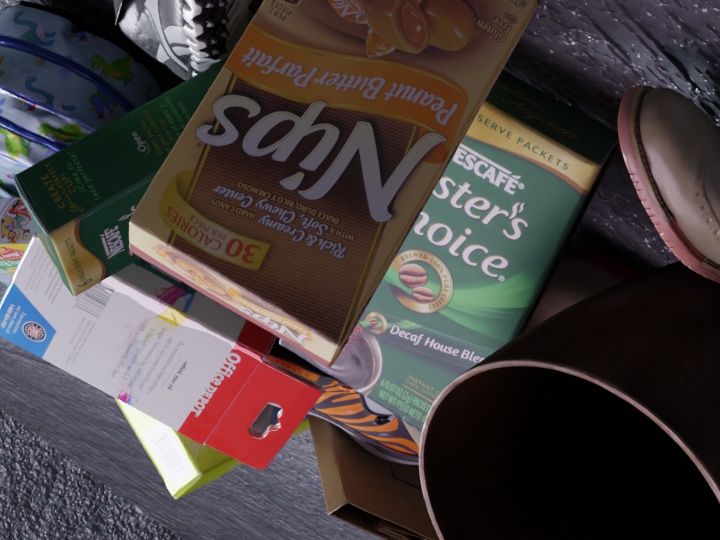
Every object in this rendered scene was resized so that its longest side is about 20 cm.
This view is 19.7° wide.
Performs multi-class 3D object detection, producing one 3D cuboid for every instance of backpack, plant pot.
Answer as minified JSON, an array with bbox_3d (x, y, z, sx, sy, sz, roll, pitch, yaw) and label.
[{"bbox_3d":[-0.202,-0.100,1.407,0.162,0.154,0.200,30,150,3],"label":"backpack"},{"bbox_3d":[0.160,0.078,1.081,0.186,0.200,0.188,21,130,28],"label":"plant pot"}]

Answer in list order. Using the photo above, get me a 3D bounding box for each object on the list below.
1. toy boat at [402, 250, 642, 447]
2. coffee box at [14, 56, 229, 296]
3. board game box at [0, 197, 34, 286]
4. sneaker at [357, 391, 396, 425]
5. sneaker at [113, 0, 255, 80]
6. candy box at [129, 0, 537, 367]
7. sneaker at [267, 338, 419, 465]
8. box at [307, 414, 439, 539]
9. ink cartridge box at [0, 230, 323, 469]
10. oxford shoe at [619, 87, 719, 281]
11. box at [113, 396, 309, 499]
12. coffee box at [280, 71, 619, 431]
[{"bbox_3d":[0.124,0.061,1.294,0.200,0.130,0.131,-37,84,46],"label":"toy boat"},{"bbox_3d":[-0.094,-0.065,1.176,0.044,0.199,0.123,58,169,13],"label":"coffee box"},{"bbox_3d":[-0.161,-0.011,1.389,0.198,0.035,0.134,-1,160,26],"label":"board game box"},{"bbox_3d":[0.000,0.000,1.215,0.139,0.078,0.202,-14,98,32],"label":"sneaker"},{"bbox_3d":[-0.103,-0.155,1.155,0.090,0.067,0.200,27,166,8],"label":"sneaker"},{"bbox_3d":[-0.013,-0.070,0.994,0.115,0.201,0.055,30,164,2],"label":"candy box"},{"bbox_3d":[0.010,0.073,1.369,0.198,0.078,0.112,15,164,-6],"label":"sneaker"},{"bbox_3d":[0.019,0.112,1.492,0.021,0.201,0.163,-36,137,27],"label":"box"},{"bbox_3d":[-0.119,0.032,1.295,0.199,0.068,0.116,29,140,-7],"label":"ink cartridge box"},{"bbox_3d":[0.200,-0.025,0.987,0.073,0.071,0.200,-22,129,41],"label":"oxford shoe"},{"bbox_3d":[-0.086,0.071,1.494,0.048,0.199,0.123,-39,80,43],"label":"box"},{"bbox_3d":[0.043,-0.014,1.108,0.122,0.044,0.201,31,123,8],"label":"coffee box"}]
